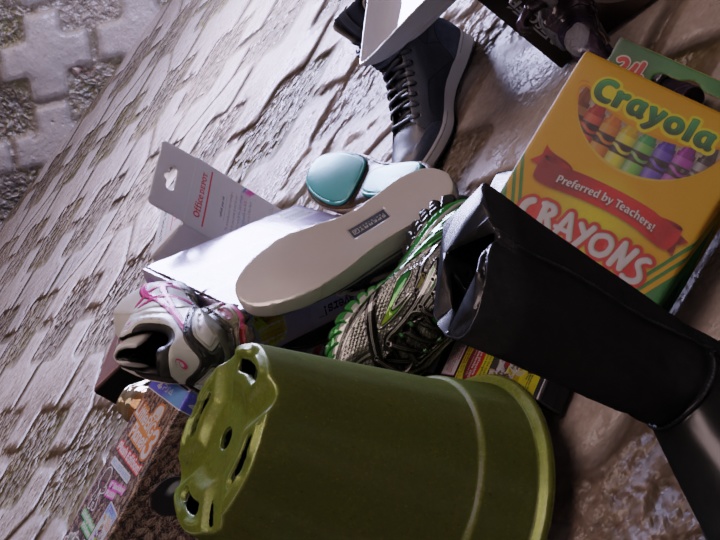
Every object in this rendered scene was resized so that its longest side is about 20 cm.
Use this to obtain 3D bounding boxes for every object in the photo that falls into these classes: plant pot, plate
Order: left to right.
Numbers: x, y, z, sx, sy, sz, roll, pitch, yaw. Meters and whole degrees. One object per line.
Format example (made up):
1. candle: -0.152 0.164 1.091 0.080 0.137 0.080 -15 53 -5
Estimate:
1. plant pot: -0.012 0.135 0.714 0.200 0.189 0.201 -42 36 41
2. plate: 0.078 -0.292 0.991 0.199 0.032 0.201 -40 29 35

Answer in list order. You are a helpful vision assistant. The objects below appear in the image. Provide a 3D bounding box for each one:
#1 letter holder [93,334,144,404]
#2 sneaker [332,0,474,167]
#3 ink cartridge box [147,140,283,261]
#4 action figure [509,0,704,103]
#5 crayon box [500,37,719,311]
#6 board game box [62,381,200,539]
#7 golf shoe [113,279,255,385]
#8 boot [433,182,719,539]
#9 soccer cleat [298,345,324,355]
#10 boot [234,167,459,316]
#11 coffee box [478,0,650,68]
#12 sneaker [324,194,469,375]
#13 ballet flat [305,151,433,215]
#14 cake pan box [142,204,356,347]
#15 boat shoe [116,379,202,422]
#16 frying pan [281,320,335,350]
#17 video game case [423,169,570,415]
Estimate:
1. letter holder: -0.207 0.067 1.306 0.200 0.100 0.142 -41 28 34
2. sneaker: 0.029 -0.194 1.107 0.077 0.146 0.203 -25 42 48
3. ink cartridge box: -0.156 -0.041 1.208 0.067 0.200 0.117 -42 29 32
4. action figure: 0.171 -0.170 0.841 0.069 0.130 0.200 -49 37 20
5. crayon box: 0.166 -0.051 0.709 0.127 0.051 0.201 30 88 23
6. board game box: -0.141 0.213 0.936 0.201 0.159 0.097 -62 25 -7
7. golf shoe: -0.171 0.051 0.927 0.200 0.092 0.073 8 104 54
8. boot: 0.130 0.058 0.552 0.066 0.200 0.165 -46 27 24
9. soccer cleat: -0.094 0.100 1.076 0.067 0.076 0.201 -14 50 57
10. boot: 0.000 0.000 0.913 0.199 0.090 0.073 -27 48 -4
11. coffee box: 0.201 -0.275 0.912 0.200 0.113 0.080 -35 32 42
12. sneaker: 0.043 0.031 0.834 0.200 0.078 0.085 -59 25 -3
13. ballet flat: 0.017 -0.071 1.069 0.068 0.067 0.200 -58 32 -9
14. cake pan box: -0.080 0.002 1.027 0.184 0.053 0.200 -24 25 -32
15. boat shoe: -0.170 0.121 1.093 0.200 0.068 0.075 2 -74 -76
16. frying pan: -0.080 0.031 1.089 0.189 0.031 0.115 2 42 30
17. video game case: 0.124 0.007 0.836 0.181 0.025 0.201 -3 58 62
